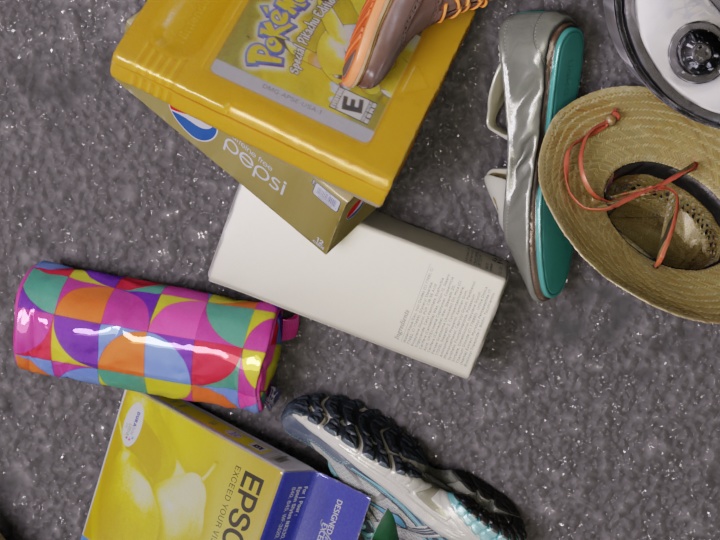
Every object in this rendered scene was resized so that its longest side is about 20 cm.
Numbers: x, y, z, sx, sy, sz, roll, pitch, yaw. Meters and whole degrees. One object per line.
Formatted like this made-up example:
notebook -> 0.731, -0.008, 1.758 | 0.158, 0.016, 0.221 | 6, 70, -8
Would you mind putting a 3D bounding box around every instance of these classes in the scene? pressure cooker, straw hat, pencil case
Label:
pressure cooker -> 0.243, -0.174, 1.122 | 0.174, 0.200, 0.180 | 4, 100, 5
straw hat -> 0.203, -0.028, 1.217 | 0.200, 0.202, 0.085 | 25, 144, 0
pencil case -> -0.149, 0.048, 1.281 | 0.198, 0.088, 0.089 | 11, 104, 4

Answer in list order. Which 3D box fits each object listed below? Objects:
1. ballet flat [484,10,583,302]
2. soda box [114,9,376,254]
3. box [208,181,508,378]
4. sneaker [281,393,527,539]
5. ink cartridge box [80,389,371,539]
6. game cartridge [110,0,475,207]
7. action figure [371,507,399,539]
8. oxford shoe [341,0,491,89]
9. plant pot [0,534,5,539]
ballet flat -> 0.117, -0.080, 1.239 | 0.063, 0.067, 0.202 | 10, 105, 32
soda box -> -0.071, -0.107, 1.210 | 0.200, 0.068, 0.064 | 40, 145, 11
box -> 0.000, 0.000, 1.259 | 0.199, 0.068, 0.083 | 22, 104, 1
sneaker -> 0.018, 0.169, 1.293 | 0.199, 0.078, 0.087 | 35, 108, -2
ink cartridge box -> -0.113, 0.212, 1.300 | 0.199, 0.047, 0.199 | 25, 105, 26
game cartridge -> -0.041, -0.153, 1.187 | 0.199, 0.177, 0.032 | 26, 145, -1
action figure -> 0.035, 0.273, 1.284 | 0.054, 0.119, 0.201 | 0, 143, 1
oxford shoe -> 0.055, -0.192, 1.171 | 0.073, 0.071, 0.201 | 33, 72, -6
plant pot -> -0.301, 0.273, 1.313 | 0.186, 0.187, 0.201 | -21, 86, 11
